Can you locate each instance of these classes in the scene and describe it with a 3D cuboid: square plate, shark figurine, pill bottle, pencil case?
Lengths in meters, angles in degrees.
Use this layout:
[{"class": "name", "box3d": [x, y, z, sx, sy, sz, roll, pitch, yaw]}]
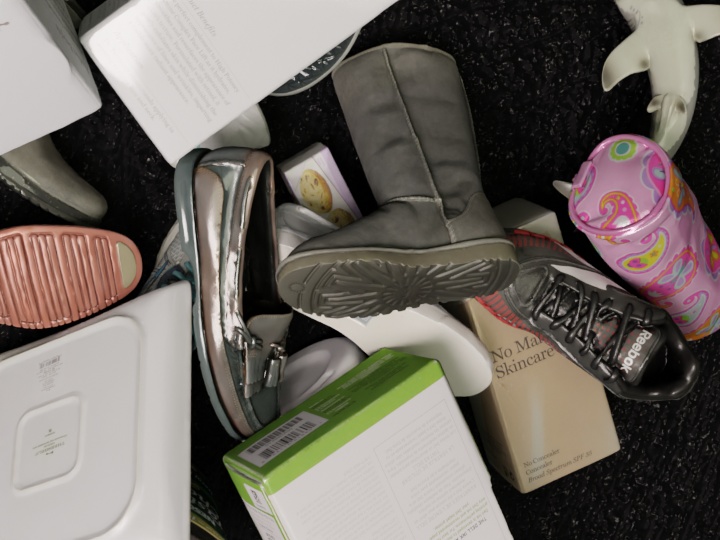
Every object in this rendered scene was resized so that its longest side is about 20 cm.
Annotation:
[{"class": "square plate", "box3d": [-0.195, 0.116, 0.801, 0.198, 0.201, 0.028, -21, 144, 22]}, {"class": "shark figurine", "box3d": [0.230, -0.130, 0.961, 0.126, 0.089, 0.218, 10, 91, 17]}, {"class": "pill bottle", "box3d": [0.004, 0.160, 0.934, 0.110, 0.111, 0.201, -36, 108, -6]}, {"class": "pencil case", "box3d": [0.223, -0.019, 0.929, 0.088, 0.087, 0.200, -51, 141, -1]}]

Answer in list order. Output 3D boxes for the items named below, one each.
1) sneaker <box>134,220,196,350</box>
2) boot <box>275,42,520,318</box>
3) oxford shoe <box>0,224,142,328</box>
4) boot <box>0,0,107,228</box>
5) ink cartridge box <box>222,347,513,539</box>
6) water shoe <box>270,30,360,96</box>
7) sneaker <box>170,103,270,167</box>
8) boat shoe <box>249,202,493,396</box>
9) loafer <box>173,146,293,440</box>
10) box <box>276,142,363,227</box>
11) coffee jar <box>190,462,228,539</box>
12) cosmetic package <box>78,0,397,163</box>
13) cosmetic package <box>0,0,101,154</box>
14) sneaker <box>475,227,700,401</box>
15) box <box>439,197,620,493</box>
[{"class": "sneaker", "box3d": [-0.126, 0.030, 0.886, 0.077, 0.086, 0.201, 38, 90, -19]}, {"class": "boot", "box3d": [0.011, -0.070, 0.852, 0.179, 0.073, 0.203, -3, 59, -22]}, {"class": "oxford shoe", "box3d": [-0.250, 0.001, 0.851, 0.196, 0.074, 0.072, -7, 105, -10]}, {"class": "boot", "box3d": [-0.225, -0.130, 0.842, 0.199, 0.068, 0.131, 40, 83, -20]}, {"class": "ink cartridge box", "box3d": [0.018, 0.179, 0.839, 0.147, 0.075, 0.202, -31, 106, -23]}, {"class": "water shoe", "box3d": [-0.018, -0.212, 0.879, 0.071, 0.079, 0.201, 32, 117, -15]}, {"class": "sneaker", "box3d": [-0.139, -0.157, 0.856, 0.079, 0.070, 0.202, -30, 107, -5]}, {"class": "boat shoe", "box3d": [0.013, 0.019, 0.892, 0.198, 0.069, 0.072, 27, 133, -9]}, {"class": "loafer", "box3d": [-0.074, 0.018, 0.820, 0.062, 0.072, 0.203, -4, 106, 20]}, {"class": "box", "box3d": [0.000, 0.000, 0.939, 0.041, 0.039, 0.202, -28, 107, -6]}, {"class": "coffee jar", "box3d": [-0.140, 0.188, 0.853, 0.104, 0.200, 0.086, 40, 90, -20]}, {"class": "cosmetic package", "box3d": [-0.073, -0.171, 0.793, 0.199, 0.074, 0.102, -34, 115, 2]}, {"class": "cosmetic package", "box3d": [-0.274, -0.177, 0.714, 0.164, 0.168, 0.202, -23, 75, -1]}, {"class": "sneaker", "box3d": [0.163, 0.034, 0.878, 0.199, 0.098, 0.071, 31, 93, -18]}, {"class": "box", "box3d": [0.124, 0.056, 0.964, 0.094, 0.078, 0.203, -22, 106, -10]}]
